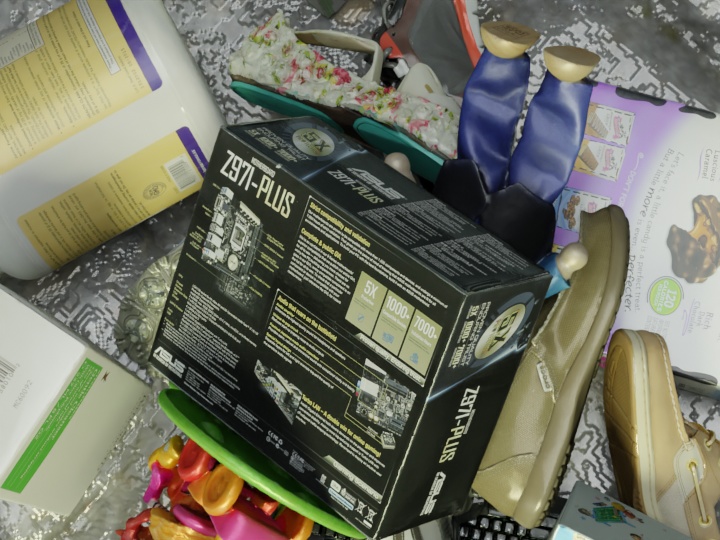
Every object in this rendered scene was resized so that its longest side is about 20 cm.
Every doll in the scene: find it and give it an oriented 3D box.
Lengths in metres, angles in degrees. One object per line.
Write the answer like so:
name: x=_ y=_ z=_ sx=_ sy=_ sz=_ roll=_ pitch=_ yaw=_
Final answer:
doll: x=0.073 y=-0.041 z=1.247 sx=0.136 sy=0.048 sz=0.202 roll=23 pitch=111 yaw=18

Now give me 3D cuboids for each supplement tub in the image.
supplement tub: x=-0.192 y=-0.084 z=1.365 sx=0.199 sy=0.145 sz=0.146 roll=-28 pitch=79 yaw=-1

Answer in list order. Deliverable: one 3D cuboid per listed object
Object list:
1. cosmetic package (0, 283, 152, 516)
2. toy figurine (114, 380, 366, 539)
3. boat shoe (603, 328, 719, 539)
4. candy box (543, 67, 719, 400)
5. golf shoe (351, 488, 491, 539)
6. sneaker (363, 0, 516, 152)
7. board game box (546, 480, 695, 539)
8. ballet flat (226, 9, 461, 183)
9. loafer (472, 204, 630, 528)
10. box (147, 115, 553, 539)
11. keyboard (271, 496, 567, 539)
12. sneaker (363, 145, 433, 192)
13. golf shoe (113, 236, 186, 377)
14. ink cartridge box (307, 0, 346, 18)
cosmetic package: x=-0.205 y=0.080 z=1.310 sx=0.084 sy=0.200 sz=0.108 roll=32 pitch=86 yaw=11
toy figurine: x=-0.112 y=0.179 z=1.285 sx=0.150 sy=0.200 sz=0.185 roll=32 pitch=93 yaw=-27
boat shoe: x=0.195 y=0.125 z=1.314 sx=0.069 sy=0.074 sz=0.202 roll=-12 pitch=110 yaw=-6
candy box: x=0.191 y=-0.018 z=1.359 sx=0.198 sy=0.072 sz=0.169 roll=16 pitch=82 yaw=8
golf shoe: x=0.026 y=0.176 z=1.325 sx=0.094 sy=0.078 sz=0.202 roll=6 pitch=66 yaw=14
sneaker: x=0.041 y=-0.120 z=1.377 sx=0.081 sy=0.077 sz=0.202 roll=-5 pitch=66 yaw=-23
board game box: x=0.185 y=0.238 z=1.280 sx=0.199 sy=0.064 sz=0.148 roll=26 pitch=116 yaw=7
ballet flat: x=0.008 y=-0.107 z=1.320 sx=0.199 sy=0.076 sz=0.064 roll=25 pitch=81 yaw=18
loafer: x=0.110 y=0.051 z=1.280 sx=0.067 sy=0.076 sz=0.202 roll=18 pitch=80 yaw=6
box: x=-0.011 y=0.029 z=1.240 sx=0.199 sy=0.086 sz=0.165 roll=34 pitch=118 yaw=31
keyboard: x=0.035 y=0.190 z=1.363 sx=0.198 sy=0.021 sz=0.128 roll=10 pitch=81 yaw=7
sneaker: x=0.000 y=0.000 z=1.370 sx=0.120 sy=0.084 sz=0.201 roll=-20 pitch=64 yaw=9
golf shoe: x=-0.078 y=-0.012 z=1.384 sx=0.078 sy=0.097 sz=0.200 roll=44 pitch=113 yaw=-7
ink cartridge box: x=-0.072 y=-0.243 z=1.354 sx=0.145 sy=0.200 sz=0.048 roll=44 pitch=88 yaw=11
